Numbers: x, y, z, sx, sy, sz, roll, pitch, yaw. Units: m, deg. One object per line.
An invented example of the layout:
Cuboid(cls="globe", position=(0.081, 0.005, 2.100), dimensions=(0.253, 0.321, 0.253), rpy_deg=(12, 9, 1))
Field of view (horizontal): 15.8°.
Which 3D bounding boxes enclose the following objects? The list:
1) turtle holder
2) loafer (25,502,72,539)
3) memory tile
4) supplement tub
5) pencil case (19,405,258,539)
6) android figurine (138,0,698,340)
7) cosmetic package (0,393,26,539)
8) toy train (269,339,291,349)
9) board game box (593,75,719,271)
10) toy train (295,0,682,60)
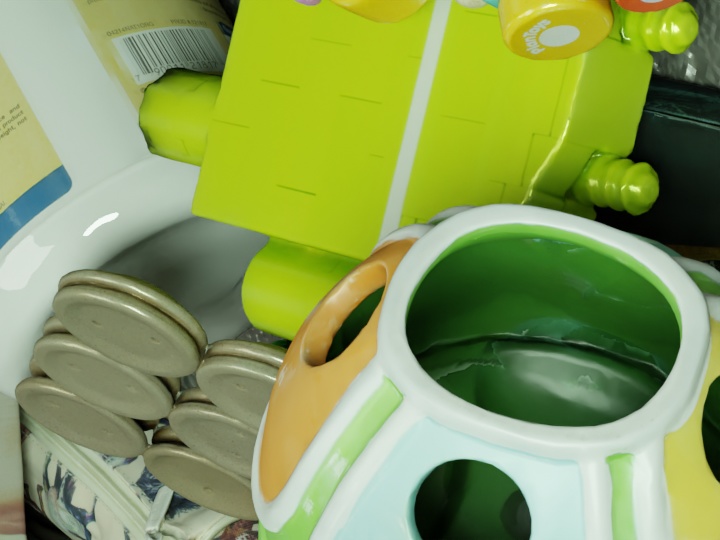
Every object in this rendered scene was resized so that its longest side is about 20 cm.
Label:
Cuboid(cls="turtle holder", position=(0.059, 0.061, 0.660), dimensions=(0.185, 0.141, 0.132), rpy_deg=(40, 153, 26))
Cuboid(cls="loafer", position=(-0.134, 0.146, 1.129), dimensions=(0.200, 0.071, 0.073), rpy_deg=(28, 98, 29))
Cuboid(cls="memory tile", position=(-0.016, 0.063, 0.849), dimensions=(0.199, 0.017, 0.153), rpy_deg=(25, 157, -4))
Cuboid(cls="supplement tub", position=(-0.116, -0.067, 0.954), dimensions=(0.200, 0.144, 0.145), rpy_deg=(59, 147, 23))
Cuboid(cls="pencil case", position=(-0.093, 0.089, 1.061), dimensions=(0.200, 0.078, 0.089), rpy_deg=(33, 169, 48))
Cuboid(cls="android figurine", position=(0.015, -0.063, 0.773), dimensions=(0.200, 0.041, 0.183), rpy_deg=(12, 90, 44))
Cuboid(cls="cosmetic package", position=(-0.199, 0.042, 1.056), dimensions=(0.103, 0.087, 0.201), rpy_deg=(0, 93, 50))
Cuboid(cls="toy train", position=(0.000, 0.000, 0.886), dimensions=(0.042, 0.056, 0.200), rpy_deg=(47, 140, 33))
Cuboid(cls="board game box", position=(0.101, 0.014, 0.754), dimensions=(0.200, 0.028, 0.136), rpy_deg=(20, 122, 55))
Cuboid(cls="toy train", position=(0.024, -0.140, 0.717), dimensions=(0.200, 0.056, 0.151), rpy_deg=(25, 95, 46))
